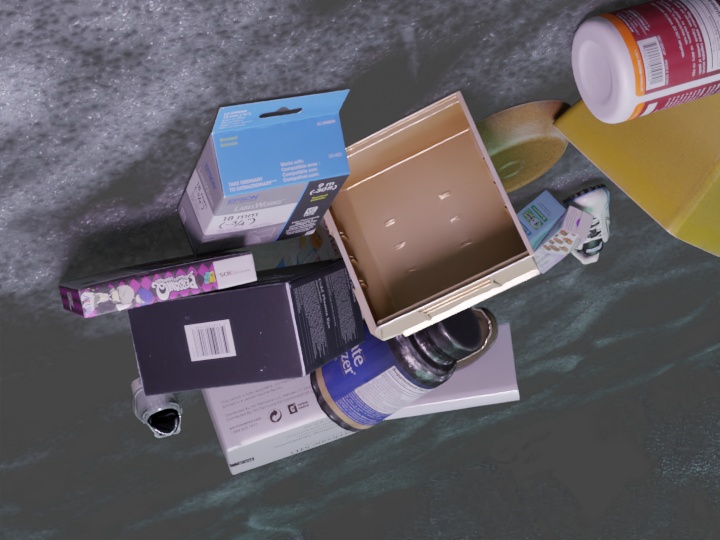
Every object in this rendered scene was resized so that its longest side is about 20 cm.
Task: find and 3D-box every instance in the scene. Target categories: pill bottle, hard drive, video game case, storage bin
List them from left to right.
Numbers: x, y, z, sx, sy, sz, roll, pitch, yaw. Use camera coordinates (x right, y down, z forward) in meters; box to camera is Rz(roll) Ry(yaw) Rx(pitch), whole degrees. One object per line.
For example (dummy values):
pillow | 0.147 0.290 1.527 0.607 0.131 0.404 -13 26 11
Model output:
video game case | -0.222 0.012 1.357 0.181 0.036 0.200 -13 -175 -19
pill bottle | 0.043 0.103 1.515 0.200 0.112 0.112 -35 157 31
storage bin | 0.066 -0.053 1.382 0.198 0.200 0.094 -25 163 9
hard drive | 0.109 0.135 1.712 0.199 0.132 0.027 -10 131 8
pill bottle | 0.333 -0.232 1.332 0.199 0.113 0.113 -17 160 -15

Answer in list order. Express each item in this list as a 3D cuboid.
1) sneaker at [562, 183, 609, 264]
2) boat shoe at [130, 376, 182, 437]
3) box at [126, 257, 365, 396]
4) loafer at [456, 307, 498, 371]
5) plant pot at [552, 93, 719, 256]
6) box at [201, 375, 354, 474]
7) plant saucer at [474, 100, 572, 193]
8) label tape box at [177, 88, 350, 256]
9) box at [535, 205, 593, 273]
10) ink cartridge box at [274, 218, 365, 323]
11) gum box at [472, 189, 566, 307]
sneaker | 0.331 -0.067 1.829 0.072 0.073 0.200 -21 159 1
boat shoe | -0.298 0.211 1.873 0.070 0.072 0.201 -19 160 -10
box | -0.122 0.060 1.411 0.199 0.104 0.182 -8 -174 22
loafer | 0.089 0.105 1.662 0.200 0.075 0.070 -26 168 0
plant pot | 0.379 -0.157 1.472 0.177 0.200 0.200 -51 152 15
box | -0.112 0.135 1.681 0.198 0.200 0.131 -19 160 -9
plant saucer | 0.174 -0.134 1.532 0.200 0.036 0.200 -20 161 -7
label tape box | -0.093 -0.096 1.298 0.144 0.063 0.200 -13 159 -26
box | 0.280 -0.042 1.816 0.039 0.042 0.200 24 163 -3
ink cartridge box | 0.000 0.000 1.558 0.125 0.129 0.200 -9 156 -33
gum box | 0.178 -0.007 1.758 0.200 0.045 0.170 -39 169 -27
